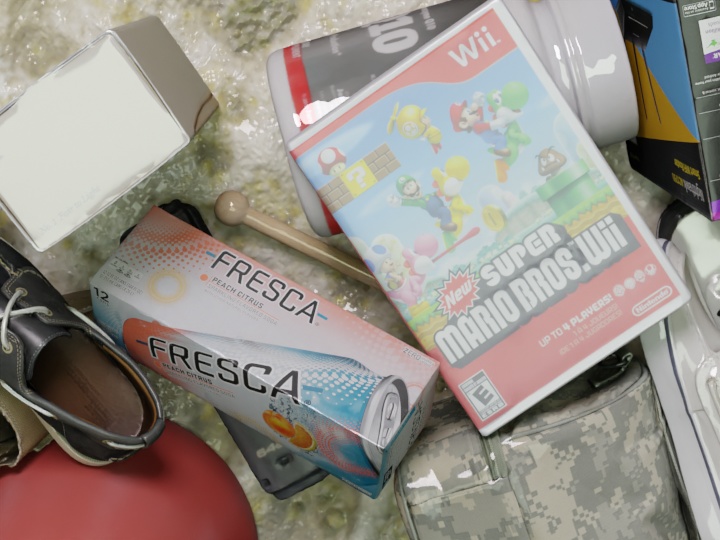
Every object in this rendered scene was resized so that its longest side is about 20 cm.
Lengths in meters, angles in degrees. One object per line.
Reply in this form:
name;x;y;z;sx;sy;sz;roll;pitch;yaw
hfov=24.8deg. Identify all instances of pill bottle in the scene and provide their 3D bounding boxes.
pill bottle;0.054;-0.099;0.957;0.198;0.114;0.115;-16;101;2

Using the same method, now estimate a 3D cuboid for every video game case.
video game case;0.072;-0.027;0.904;0.142;0.017;0.201;-34;99;7

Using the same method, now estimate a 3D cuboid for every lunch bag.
lunch bag;0.125;0.163;0.995;0.166;0.139;0.202;-18;100;7

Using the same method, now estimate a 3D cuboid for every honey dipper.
honey dipper;0.000;0.000;1.016;0.199;0.038;0.038;26;100;-4

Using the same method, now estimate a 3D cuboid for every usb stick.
usb stick;-0.082;0.050;1.027;0.055;0.033;0.201;-29;100;4

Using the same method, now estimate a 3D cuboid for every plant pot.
plant pot;-0.165;0.200;0.983;0.198;0.177;0.203;0;102;0

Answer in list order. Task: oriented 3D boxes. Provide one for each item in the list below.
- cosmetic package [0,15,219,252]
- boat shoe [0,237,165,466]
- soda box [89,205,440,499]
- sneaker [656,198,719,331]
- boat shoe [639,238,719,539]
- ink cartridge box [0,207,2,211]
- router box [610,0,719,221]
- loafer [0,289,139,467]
cosmetic package;-0.145;-0.083;0.915;0.103;0.200;0.073;-35;100;7
boat shoe;-0.190;0.031;0.923;0.200;0.067;0.072;45;68;-14
soda box;-0.057;0.045;0.936;0.199;0.064;0.069;28;58;14
sneaker;0.254;0.037;1.003;0.073;0.080;0.201;-36;98;8
boat shoe;0.214;0.074;0.963;0.065;0.072;0.202;-16;85;25
ink cartridge box;-0.330;0.004;0.942;0.084;0.175;0.201;37;101;37
router box;0.180;-0.119;0.909;0.051;0.200;0.151;-12;101;0
loafer;-0.209;0.080;0.984;0.199;0.067;0.077;-31;122;-19
